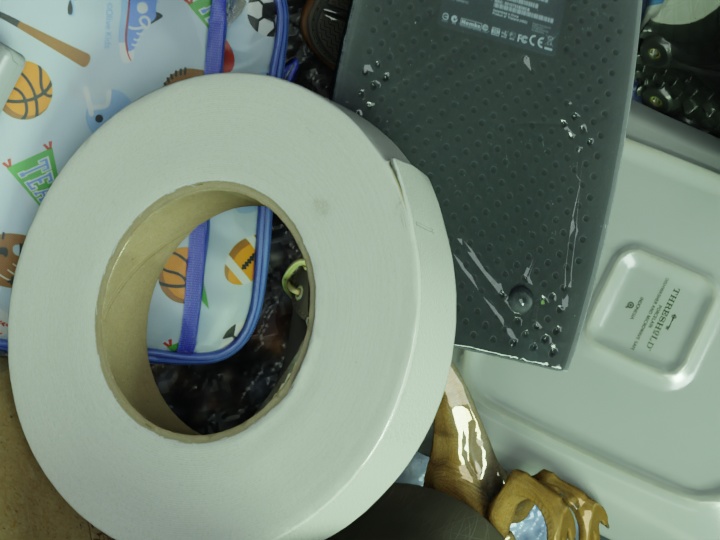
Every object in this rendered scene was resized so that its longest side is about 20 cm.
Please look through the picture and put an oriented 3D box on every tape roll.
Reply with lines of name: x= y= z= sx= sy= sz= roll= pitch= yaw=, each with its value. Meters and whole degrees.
tape roll: x=-0.056 y=0.019 z=0.863 sx=0.201 sy=0.037 sz=0.205 roll=-6 pitch=77 yaw=27

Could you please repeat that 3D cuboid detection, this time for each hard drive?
hard drive: x=0.048 y=-0.066 z=0.913 sx=0.134 sy=0.042 sz=0.202 roll=13 pitch=82 yaw=-16

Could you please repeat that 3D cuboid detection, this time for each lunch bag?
lunch bag: x=-0.108 y=-0.060 z=0.962 sx=0.159 sy=0.076 sz=0.202 roll=5 pitch=96 yaw=-12

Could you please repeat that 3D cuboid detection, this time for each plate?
plate: x=0.135 y=0.023 z=0.972 sx=0.199 sy=0.032 sz=0.201 roll=24 pitch=80 yaw=17

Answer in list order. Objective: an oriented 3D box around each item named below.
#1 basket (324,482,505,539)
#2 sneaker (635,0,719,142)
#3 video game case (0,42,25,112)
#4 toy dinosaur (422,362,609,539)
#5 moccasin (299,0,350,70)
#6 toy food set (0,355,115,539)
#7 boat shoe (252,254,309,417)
basket: x=-0.013 y=0.179 z=0.853 sx=0.136 sy=0.200 sz=0.181 roll=40 pitch=123 yaw=6
sneaker: x=0.171 y=-0.151 z=0.984 sx=0.071 sy=0.073 sz=0.201 roll=15 pitch=124 yaw=21
video game case: x=-0.266 y=-0.043 z=0.920 sx=0.181 sy=0.022 sz=0.201 roll=27 pitch=89 yaw=17
toy dinosaur: x=0.050 y=0.096 z=0.938 sx=0.106 sy=0.060 sz=0.201 roll=8 pitch=119 yaw=28
moccasin: x=0.050 y=-0.169 z=0.981 sx=0.202 sy=0.078 sz=0.074 roll=-47 pitch=116 yaw=-6
toy food set: x=-0.126 y=0.124 z=0.924 sx=0.049 sy=0.199 sz=0.199 roll=-34 pitch=72 yaw=29
boat shoe: x=0.000 y=0.000 z=0.988 sx=0.059 sy=0.072 sz=0.201 roll=34 pitch=88 yaw=-3
